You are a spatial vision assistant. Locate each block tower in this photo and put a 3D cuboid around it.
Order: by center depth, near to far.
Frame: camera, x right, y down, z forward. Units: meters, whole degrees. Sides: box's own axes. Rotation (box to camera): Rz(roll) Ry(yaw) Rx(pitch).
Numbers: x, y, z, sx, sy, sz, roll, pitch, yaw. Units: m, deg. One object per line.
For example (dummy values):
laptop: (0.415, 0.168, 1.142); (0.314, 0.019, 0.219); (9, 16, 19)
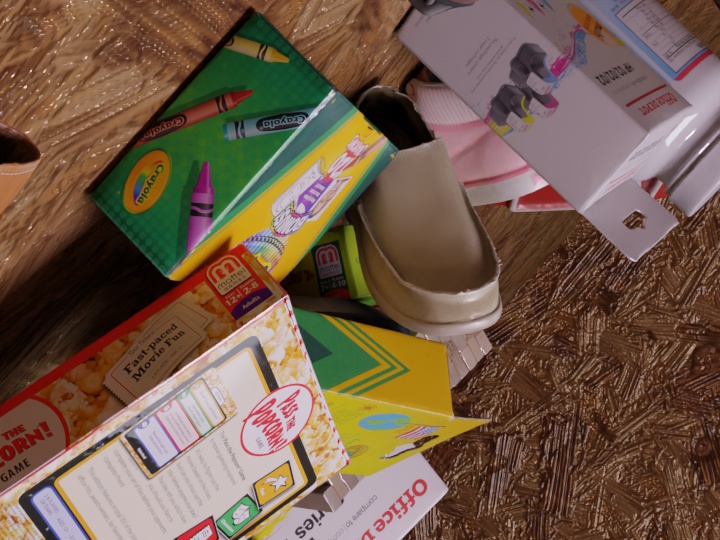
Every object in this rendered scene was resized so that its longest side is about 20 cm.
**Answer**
block tower: (0.016, 0.089, 1.042); (0.054, 0.058, 0.200); (-6, -149, 52)

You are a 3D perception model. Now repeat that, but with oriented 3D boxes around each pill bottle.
pill bottle: (0.192, -0.138, 1.026); (0.109, 0.200, 0.109); (-43, 170, -9)

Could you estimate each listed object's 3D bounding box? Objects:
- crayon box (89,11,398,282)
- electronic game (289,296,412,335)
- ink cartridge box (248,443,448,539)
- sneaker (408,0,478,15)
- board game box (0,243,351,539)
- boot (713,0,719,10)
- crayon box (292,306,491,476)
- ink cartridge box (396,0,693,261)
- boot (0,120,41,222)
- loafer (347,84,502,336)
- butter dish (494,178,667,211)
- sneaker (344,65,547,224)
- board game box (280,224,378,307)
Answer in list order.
crayon box: (-0.052, -0.052, 0.749); (0.119, 0.058, 0.200); (-47, 171, 5)
electronic game: (-0.063, 0.058, 0.931); (0.197, 0.042, 0.200); (-5, 164, -1)
ink cartridge box: (-0.051, 0.141, 1.087); (0.145, 0.201, 0.084); (-41, -174, -22)
sneaker: (0.042, -0.159, 0.681); (0.082, 0.077, 0.200); (-40, 170, 4)
board game box: (-0.109, 0.100, 0.701); (0.199, 0.046, 0.152); (-34, 142, -14)
boot: (0.141, -0.201, 0.645); (0.072, 0.166, 0.200); (-44, 170, -3)
crayon box: (-0.035, 0.075, 0.859); (0.198, 0.052, 0.126); (16, 148, -38)
ink cartridge box: (0.130, -0.108, 0.878); (0.068, 0.200, 0.115); (-50, 170, 29)
boot: (-0.165, 0.012, 0.497); (0.155, 0.073, 0.200); (-51, 173, 2)
loafer: (0.028, -0.041, 0.863); (0.075, 0.201, 0.069); (-15, 134, -14)
butter dish: (0.192, -0.140, 1.236); (0.196, 0.150, 0.200); (-1, 168, 2)
sneaker: (0.050, -0.094, 1.017); (0.075, 0.106, 0.199); (-33, -166, -39)
board game box: (0.000, 0.000, 0.999); (0.100, 0.048, 0.199); (-15, 176, 29)
